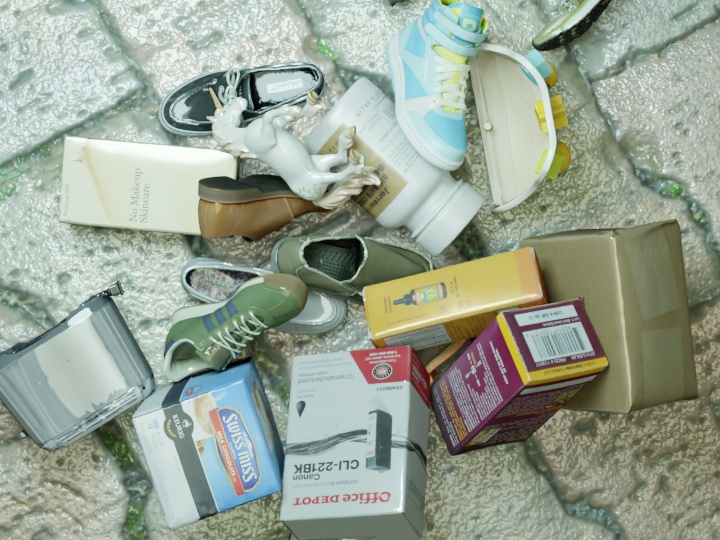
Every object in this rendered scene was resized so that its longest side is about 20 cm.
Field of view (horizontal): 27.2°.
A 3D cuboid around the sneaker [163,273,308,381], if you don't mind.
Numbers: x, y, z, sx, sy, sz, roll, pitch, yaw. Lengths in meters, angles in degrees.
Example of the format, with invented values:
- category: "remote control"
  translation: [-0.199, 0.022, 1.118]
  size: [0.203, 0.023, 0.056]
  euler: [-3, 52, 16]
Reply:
- category: "sneaker"
  translation: [-0.146, 0.074, 1.668]
  size: [0.199, 0.090, 0.067]
  euler: [-19, 129, 35]

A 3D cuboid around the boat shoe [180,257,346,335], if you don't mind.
- category: "boat shoe"
  translation: [-0.113, 0.027, 1.723]
  size: [0.199, 0.069, 0.072]
  euler: [21, 92, -2]

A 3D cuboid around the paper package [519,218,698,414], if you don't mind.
- category: "paper package"
  translation: [0.274, 0.051, 1.664]
  size: [0.103, 0.190, 0.202]
  euler: [-9, 93, -28]

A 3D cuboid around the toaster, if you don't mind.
- category: "toaster"
  translation: [-0.323, 0.114, 1.704]
  size: [0.199, 0.114, 0.130]
  euler: [-32, 97, -1]

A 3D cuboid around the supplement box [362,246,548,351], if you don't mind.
- category: "supplement box"
  translation: [0.106, 0.037, 1.652]
  size: [0.198, 0.069, 0.067]
  euler: [-13, 63, 9]

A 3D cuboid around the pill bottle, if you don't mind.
- category: "pill bottle"
  translation: [0.040, -0.114, 1.696]
  size: [0.200, 0.114, 0.114]
  euler: [42, 91, -3]

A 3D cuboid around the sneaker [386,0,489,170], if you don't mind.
- category: "sneaker"
  translation: [0.098, -0.220, 1.647]
  size: [0.079, 0.131, 0.201]
  euler: [9, 52, -36]

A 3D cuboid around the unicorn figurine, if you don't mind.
- category: "unicorn figurine"
  translation: [-0.082, -0.140, 1.622]
  size: [0.137, 0.074, 0.200]
  euler: [-33, 99, 40]

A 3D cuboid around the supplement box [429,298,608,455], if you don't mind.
- category: "supplement box"
  translation: [0.170, 0.121, 1.650]
  size: [0.110, 0.200, 0.086]
  euler: [-8, 64, -29]

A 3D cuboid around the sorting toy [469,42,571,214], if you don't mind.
- category: "sorting toy"
  translation: [0.188, -0.169, 1.663]
  size: [0.106, 0.180, 0.202]
  euler: [-11, 93, 0]

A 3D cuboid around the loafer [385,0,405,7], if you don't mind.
- category: "loafer"
  translation: [-0.030, -0.362, 1.712]
  size: [0.200, 0.075, 0.070]
  euler: [38, 103, 2]

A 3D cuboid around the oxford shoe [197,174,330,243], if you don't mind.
- category: "oxford shoe"
  translation: [-0.107, -0.069, 1.685]
  size: [0.199, 0.071, 0.072]
  euler: [-6, 111, -42]

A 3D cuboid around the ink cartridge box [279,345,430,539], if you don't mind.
- category: "ink cartridge box"
  translation: [-0.004, 0.195, 1.640]
  size: [0.143, 0.084, 0.201]
  euler: [-7, 59, 17]

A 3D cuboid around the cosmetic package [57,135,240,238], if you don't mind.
- category: "cosmetic package"
  translation: [-0.241, -0.096, 1.714]
  size: [0.198, 0.073, 0.104]
  euler: [4, 93, -2]

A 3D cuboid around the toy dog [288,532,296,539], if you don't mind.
- category: "toy dog"
  translation: [-0.052, 0.336, 1.706]
  size: [0.194, 0.140, 0.200]
  euler: [39, 93, -2]

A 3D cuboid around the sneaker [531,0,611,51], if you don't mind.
- category: "sneaker"
  translation: [0.254, -0.341, 1.720]
  size: [0.088, 0.077, 0.200]
  euler: [40, 86, 10]

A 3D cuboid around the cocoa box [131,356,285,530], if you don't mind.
- category: "cocoa box"
  translation: [-0.164, 0.187, 1.664]
  size: [0.130, 0.200, 0.134]
  euler: [-18, 94, 0]

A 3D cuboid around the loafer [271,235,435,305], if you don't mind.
- category: "loafer"
  translation: [0.000, 0.000, 1.693]
  size: [0.198, 0.070, 0.076]
  euler: [5, 82, -22]

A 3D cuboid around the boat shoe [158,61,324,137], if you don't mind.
- category: "boat shoe"
  translation: [-0.138, -0.199, 1.712]
  size: [0.198, 0.068, 0.074]
  euler: [-8, 93, 0]

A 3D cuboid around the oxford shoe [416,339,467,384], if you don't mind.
- category: "oxford shoe"
  translation: [0.085, 0.070, 1.729]
  size: [0.073, 0.071, 0.200]
  euler: [39, 92, 2]
